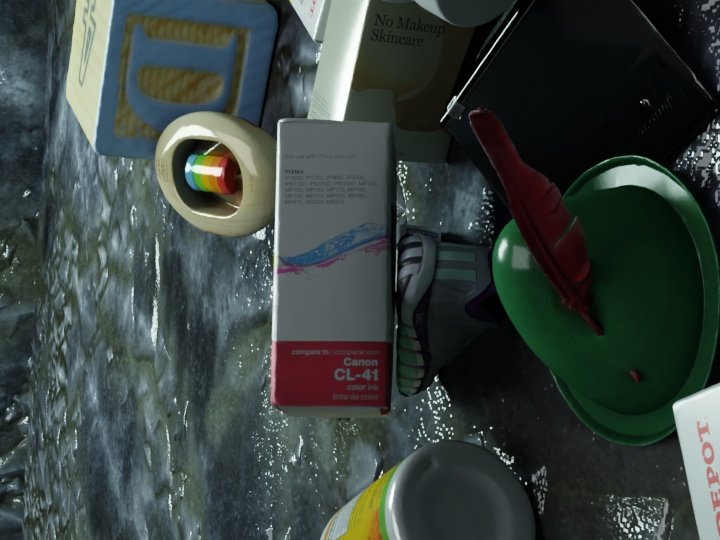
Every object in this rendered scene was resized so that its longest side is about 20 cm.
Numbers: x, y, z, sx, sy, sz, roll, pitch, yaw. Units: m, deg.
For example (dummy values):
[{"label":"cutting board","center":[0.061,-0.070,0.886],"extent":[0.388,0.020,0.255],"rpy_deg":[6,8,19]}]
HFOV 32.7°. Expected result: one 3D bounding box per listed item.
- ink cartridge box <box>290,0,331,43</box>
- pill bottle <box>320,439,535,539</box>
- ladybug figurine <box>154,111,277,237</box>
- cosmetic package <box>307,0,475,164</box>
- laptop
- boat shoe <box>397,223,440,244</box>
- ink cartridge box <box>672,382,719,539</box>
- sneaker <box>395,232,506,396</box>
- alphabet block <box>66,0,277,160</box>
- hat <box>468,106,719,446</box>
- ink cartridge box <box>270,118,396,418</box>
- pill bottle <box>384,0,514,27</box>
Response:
[{"label":"ink cartridge box","center":[-0.014,-0.307,1.095],"extent":[0.200,0.084,0.145],"rpy_deg":[-117,37,-47]},{"label":"pill bottle","center":[0.034,0.208,0.903],"extent":[0.200,0.111,0.111],"rpy_deg":[130,136,-54]},{"label":"ladybug figurine","center":[-0.144,-0.108,1.326],"extent":[0.200,0.072,0.136],"rpy_deg":[15,115,40]},{"label":"cosmetic package","center":[0.032,-0.190,0.958],"extent":[0.071,0.105,0.200],"rpy_deg":[-132,48,-54]},{"label":"laptop","center":[0.146,-0.144,0.812],"extent":[0.187,0.116,0.200],"rpy_deg":[-53,13,51]},{"label":"boat shoe","center":[0.000,0.000,1.047],"extent":[0.200,0.073,0.065],"rpy_deg":[170,105,-67]},{"label":"ink cartridge box","center":[0.231,0.099,0.505],"extent":[0.200,0.085,0.145],"rpy_deg":[137,131,-59]},{"label":"sneaker","center":[0.070,0.042,0.904],"extent":[0.200,0.087,0.075],"rpy_deg":[86,-174,-64]},{"label":"alphabet block","center":[-0.227,-0.250,1.437],"extent":[0.200,0.195,0.197],"rpy_deg":[-128,48,-57]},{"label":"hat","center":[0.088,0.008,0.700],"extent":[0.166,0.176,0.200],"rpy_deg":[16,106,60]},{"label":"ink cartridge box","center":[-0.016,0.005,0.890],"extent":[0.148,0.085,0.200],"rpy_deg":[73,-160,-81]},{"label":"pill bottle","center":[0.018,-0.240,0.797],"extent":[0.200,0.114,0.115],"rpy_deg":[42,128,37]}]
